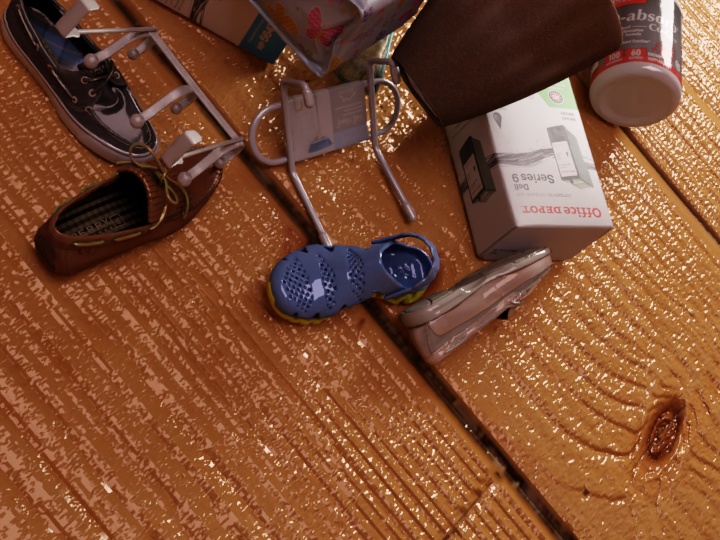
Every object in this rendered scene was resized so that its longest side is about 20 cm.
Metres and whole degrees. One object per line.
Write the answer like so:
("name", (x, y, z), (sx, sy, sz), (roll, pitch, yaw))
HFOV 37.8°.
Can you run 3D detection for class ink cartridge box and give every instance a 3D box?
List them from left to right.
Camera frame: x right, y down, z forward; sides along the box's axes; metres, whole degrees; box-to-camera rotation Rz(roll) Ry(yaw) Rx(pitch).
("ink cartridge box", (-0.145, -0.340, 1.125), (0.199, 0.084, 0.147), (27, 57, -18))
("ink cartridge box", (0.189, -0.120, 1.208), (0.144, 0.084, 0.202), (-1, 67, -29))

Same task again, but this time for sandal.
("sandal", (0.000, 0.000, 1.042), (0.198, 0.087, 0.080), (-13, 81, -31))

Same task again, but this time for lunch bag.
("lunch bag", (-0.037, -0.325, 1.055), (0.200, 0.127, 0.169), (47, 50, 5))

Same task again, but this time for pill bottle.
("pill bottle", (0.360, -0.298, 1.370), (0.115, 0.116, 0.202), (21, 58, -19))

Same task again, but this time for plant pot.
("plant pot", (0.137, -0.247, 1.103), (0.199, 0.187, 0.188), (-37, 87, 2))

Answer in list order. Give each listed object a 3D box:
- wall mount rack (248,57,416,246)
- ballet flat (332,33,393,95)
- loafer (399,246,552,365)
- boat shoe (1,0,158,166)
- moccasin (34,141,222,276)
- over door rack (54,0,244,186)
("wall mount rack", (-0.015, -0.125, 1.106), (0.199, 0.074, 0.176), (-20, 116, -32))
("ballet flat", (0.016, -0.286, 1.206), (0.070, 0.071, 0.202), (28, 57, -14))
("loafer", (0.130, 0.035, 1.119), (0.199, 0.072, 0.064), (-25, 97, -29))
("boat shoe", (-0.261, -0.188, 0.998), (0.070, 0.066, 0.201), (-38, 88, -36))
("moccasin", (-0.205, -0.067, 0.964), (0.200, 0.078, 0.074), (-26, 78, -38))
("over door rack", (-0.183, -0.148, 0.912), (0.148, 0.066, 0.200), (51, 9, -1))
